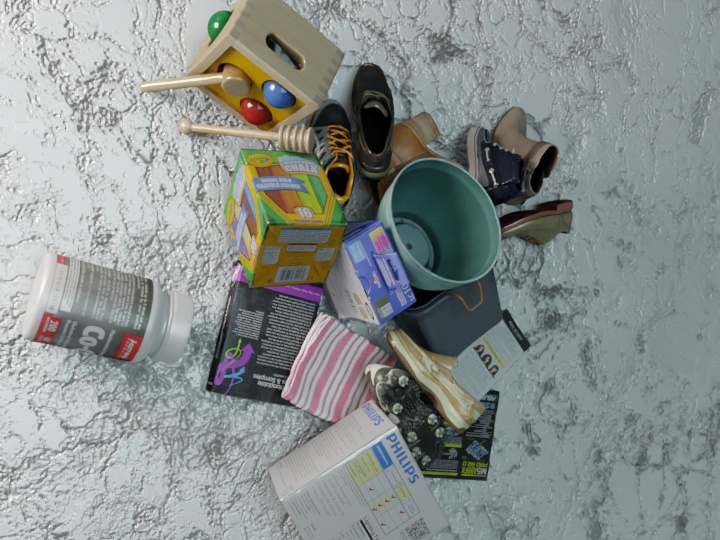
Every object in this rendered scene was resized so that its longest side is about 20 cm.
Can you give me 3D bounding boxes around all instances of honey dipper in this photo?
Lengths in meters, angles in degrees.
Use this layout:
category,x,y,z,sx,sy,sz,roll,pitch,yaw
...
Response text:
category,x,y,z,sx,sy,sz,roll,pitch,yaw
honey dipper,-0.165,-0.198,1.071,0.197,0.038,0.039,9,86,7

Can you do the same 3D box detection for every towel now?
category,x,y,z,sx,sy,sz,roll,pitch,yaw
towel,-0.025,0.170,1.188,0.199,0.030,0.148,35,75,-38

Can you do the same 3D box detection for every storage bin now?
category,x,y,z,sx,sy,sz,roll,pitch,yaw
storage bin,0.153,0.061,1.253,0.199,0.145,0.136,-34,116,-24

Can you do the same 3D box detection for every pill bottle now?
category,x,y,z,sx,sy,sz,roll,pitch,yaw
pill bottle,-0.331,0.057,0.992,0.198,0.113,0.116,17,83,-27

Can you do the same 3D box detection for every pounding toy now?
category,x,y,z,sx,sy,sz,roll,pitch,yaw
pounding toy,-0.167,-0.280,1.051,0.199,0.183,0.144,34,64,-25

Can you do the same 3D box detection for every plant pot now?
category,x,y,z,sx,sy,sz,roll,pitch,yaw
plant pot,0.101,-0.055,1.170,0.198,0.134,0.203,11,66,-25

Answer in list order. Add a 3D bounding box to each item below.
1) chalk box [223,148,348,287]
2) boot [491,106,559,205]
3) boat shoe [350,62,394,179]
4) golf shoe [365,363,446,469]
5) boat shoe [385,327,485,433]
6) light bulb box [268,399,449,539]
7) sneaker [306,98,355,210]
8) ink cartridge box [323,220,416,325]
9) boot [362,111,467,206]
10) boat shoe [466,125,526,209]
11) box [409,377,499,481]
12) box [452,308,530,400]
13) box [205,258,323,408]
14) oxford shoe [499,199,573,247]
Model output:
category,x,y,z,sx,sy,sz,roll,pitch,yaw
chalk box,-0.117,-0.092,1.077,0.123,0.125,0.201,-2,48,-28
boot,0.289,-0.204,1.307,0.070,0.146,0.202,24,80,-27
boat shoe,0.026,-0.245,1.174,0.073,0.073,0.203,-1,69,-11
golf shoe,0.073,0.228,1.201,0.077,0.088,0.202,-34,116,-16
boat shoe,0.123,0.160,1.189,0.076,0.072,0.201,-39,99,1
light bulb box,-0.004,0.346,1.146,0.199,0.125,0.200,-31,107,-9
sneaker,-0.039,-0.175,1.160,0.077,0.077,0.203,5,76,-25
ink cartridge box,0.000,0.000,1.120,0.076,0.199,0.138,-31,107,-20
boot,0.091,-0.145,1.247,0.154,0.074,0.201,-36,99,-22
boat shoe,0.233,-0.182,1.260,0.075,0.092,0.202,53,31,-39
box,0.142,0.275,1.296,0.198,0.044,0.163,11,87,-28
box,0.208,0.156,1.294,0.199,0.049,0.083,-36,93,-36
box,-0.144,0.098,1.140,0.142,0.036,0.203,17,82,-29
oxford shoe,0.320,-0.076,1.372,0.198,0.070,0.076,-16,104,-26
